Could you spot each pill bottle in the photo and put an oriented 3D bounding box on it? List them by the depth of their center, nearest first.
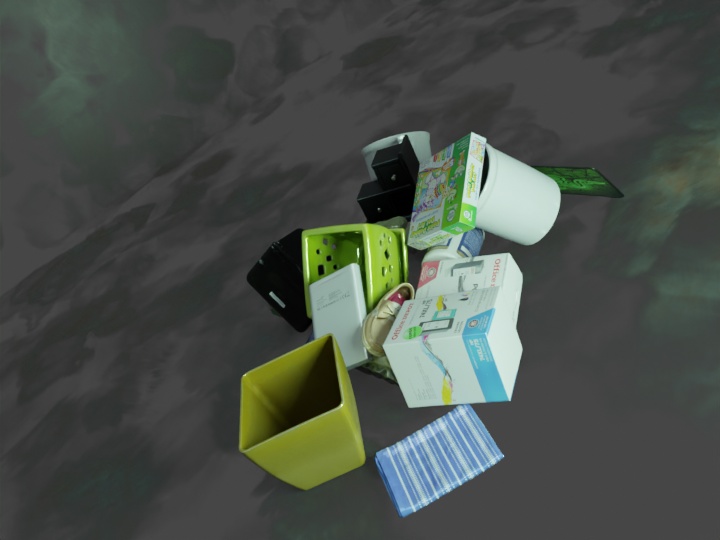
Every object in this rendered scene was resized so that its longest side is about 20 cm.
[{"bbox_3d":[0.215,-0.061,1.518,0.109,0.112,0.201,-6,39,33],"label":"pill bottle"}]

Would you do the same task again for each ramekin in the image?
[{"bbox_3d":[0.108,-0.310,1.894,0.197,0.100,0.200,-13,-2,-1],"label":"ramekin"}]

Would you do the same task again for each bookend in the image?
[{"bbox_3d":[0.066,-0.225,1.786,0.195,0.202,0.093,-11,35,25],"label":"bookend"}]

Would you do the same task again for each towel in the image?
[{"bbox_3d":[0.127,0.315,1.146,0.198,0.024,0.145,-30,32,-1],"label":"towel"},{"bbox_3d":[0.022,-0.072,1.763,0.197,0.037,0.150,-12,37,27],"label":"towel"}]

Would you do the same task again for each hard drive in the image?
[{"bbox_3d":[-0.043,0.103,1.375,0.131,0.026,0.204,-26,61,33],"label":"hard drive"}]

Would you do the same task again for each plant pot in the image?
[{"bbox_3d":[-0.090,0.274,1.234,0.197,0.178,0.201,-26,32,7],"label":"plant pot"},{"bbox_3d":[0.000,0.000,1.506,0.197,0.203,0.180,-2,3,39],"label":"plant pot"}]

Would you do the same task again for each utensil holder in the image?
[{"bbox_3d":[0.303,-0.160,1.451,0.170,0.197,0.172,-46,34,45],"label":"utensil holder"}]

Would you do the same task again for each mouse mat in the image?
[{"bbox_3d":[0.458,-0.195,1.484,0.198,0.160,0.008,14,82,48],"label":"mouse mat"}]

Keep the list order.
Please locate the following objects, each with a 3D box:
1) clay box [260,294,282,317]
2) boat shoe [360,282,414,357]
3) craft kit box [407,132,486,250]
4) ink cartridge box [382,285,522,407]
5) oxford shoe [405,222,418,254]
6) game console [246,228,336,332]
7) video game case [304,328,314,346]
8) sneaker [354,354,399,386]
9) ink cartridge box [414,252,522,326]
[{"bbox_3d":[-0.170,0.008,1.731,0.200,0.116,0.047,-44,33,-24],"label":"clay box"},{"bbox_3d":[0.058,0.087,1.329,0.069,0.073,0.201,-50,7,35],"label":"boat shoe"},{"bbox_3d":[0.179,-0.162,1.427,0.199,0.048,0.201,-24,55,60],"label":"craft kit box"},{"bbox_3d":[0.169,0.140,1.224,0.197,0.148,0.147,-11,27,29],"label":"ink cartridge box"},{"bbox_3d":[0.148,-0.090,1.591,0.076,0.057,0.200,-61,8,-24],"label":"oxford shoe"},{"bbox_3d":[-0.147,0.022,1.663,0.176,0.200,0.116,-49,-9,7],"label":"game console"},{"bbox_3d":[-0.030,0.144,1.518,0.197,0.019,0.144,-6,39,35],"label":"video game case"},{"bbox_3d":[0.022,0.164,1.381,0.198,0.074,0.090,16,72,39],"label":"sneaker"},{"bbox_3d":[0.213,0.054,1.360,0.197,0.085,0.148,-5,54,32],"label":"ink cartridge box"}]
